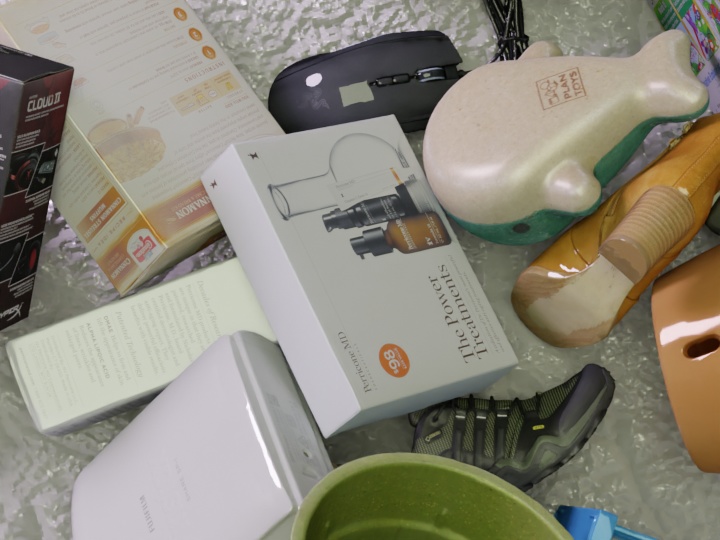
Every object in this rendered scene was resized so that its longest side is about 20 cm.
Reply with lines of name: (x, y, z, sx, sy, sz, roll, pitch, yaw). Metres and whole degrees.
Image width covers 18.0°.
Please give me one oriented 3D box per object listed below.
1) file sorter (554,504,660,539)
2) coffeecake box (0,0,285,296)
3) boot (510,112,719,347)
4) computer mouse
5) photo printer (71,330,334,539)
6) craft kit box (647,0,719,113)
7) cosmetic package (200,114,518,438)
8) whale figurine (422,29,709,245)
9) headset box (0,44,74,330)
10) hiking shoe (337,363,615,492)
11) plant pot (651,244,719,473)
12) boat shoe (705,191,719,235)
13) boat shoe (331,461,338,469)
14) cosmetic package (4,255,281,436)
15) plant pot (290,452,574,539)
file sorter: (0.177, 0.241, 1.501, 0.123, 0.200, 0.139, 19, 84, 0)
coffeecake box: (-0.156, -0.106, 1.562, 0.153, 0.073, 0.200, -32, 83, -44)
boot: (0.192, -0.028, 1.559, 0.071, 0.201, 0.144, 45, 62, -1)
computer mouse: (0.029, -0.162, 1.619, 0.200, 0.046, 0.141, -7, 85, 0)
photo printer: (-0.109, 0.161, 1.493, 0.200, 0.069, 0.167, -43, 48, 24)
craft kit box: (0.233, -0.194, 1.545, 0.048, 0.200, 0.198, -33, 86, -3)
cosmetic package: (0.000, 0.000, 1.526, 0.151, 0.052, 0.200, -15, 72, -40)
whale figurine: (0.145, -0.089, 1.554, 0.200, 0.104, 0.159, -23, 46, 11)
headset box: (-0.279, -0.074, 1.487, 0.148, 0.075, 0.200, 18, 108, 16)
hiking shoe: (0.082, 0.114, 1.575, 0.200, 0.076, 0.101, -36, 88, -2)
plant pot: (0.282, 0.055, 1.534, 0.140, 0.200, 0.200, -15, 84, 16)
boat shoe: (0.320, -0.090, 1.597, 0.202, 0.072, 0.060, -43, 82, -7)
boat shoe: (-0.032, 0.158, 1.549, 0.200, 0.071, 0.065, 23, 76, 27)
cosmetic package: (-0.136, 0.048, 1.571, 0.200, 0.102, 0.074, -22, 86, -3)
plant pot: (0.025, 0.249, 1.393, 0.200, 0.190, 0.200, 14, 40, -12)
